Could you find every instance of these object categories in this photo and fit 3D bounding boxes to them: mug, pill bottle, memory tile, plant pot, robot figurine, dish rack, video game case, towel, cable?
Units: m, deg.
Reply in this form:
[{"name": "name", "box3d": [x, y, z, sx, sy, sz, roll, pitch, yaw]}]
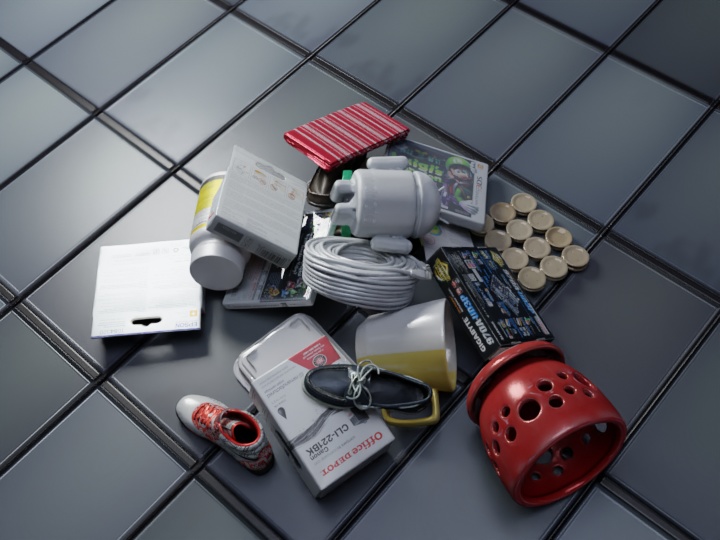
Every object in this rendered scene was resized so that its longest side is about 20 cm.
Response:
[{"name": "mug", "box3d": [0.072, 0.139, 1.544, 0.151, 0.150, 0.188, -5, 40, 11]}, {"name": "pill bottle", "box3d": [-0.246, -0.071, 1.713, 0.113, 0.115, 0.201, -1, 50, 4]}, {"name": "memory tile", "box3d": [0.302, -0.053, 1.721, 0.152, 0.017, 0.200, -25, 56, -21]}, {"name": "plant pot", "box3d": [0.269, 0.226, 1.439, 0.199, 0.201, 0.183, -25, 48, -12]}, {"name": "robot figurine", "box3d": [0.050, -0.111, 1.601, 0.198, 0.113, 0.172, 0, 79, -10]}, {"name": "dish rack", "box3d": [-0.102, 0.167, 1.599, 0.171, 0.044, 0.200, -35, 61, -19]}, {"name": "video game case", "box3d": [-0.141, -0.021, 1.710, 0.180, 0.023, 0.202, -4, 53, 27]}, {"name": "towel", "box3d": [-0.026, -0.250, 1.760, 0.199, 0.023, 0.144, -27, 47, -31]}, {"name": "cable", "box3d": [0.000, 0.000, 1.582, 0.198, 0.070, 0.200, 1, 20, -25]}, {"name": "video game case", "box3d": [0.136, -0.163, 1.746, 0.198, 0.023, 0.183, 17, 42, -4]}]

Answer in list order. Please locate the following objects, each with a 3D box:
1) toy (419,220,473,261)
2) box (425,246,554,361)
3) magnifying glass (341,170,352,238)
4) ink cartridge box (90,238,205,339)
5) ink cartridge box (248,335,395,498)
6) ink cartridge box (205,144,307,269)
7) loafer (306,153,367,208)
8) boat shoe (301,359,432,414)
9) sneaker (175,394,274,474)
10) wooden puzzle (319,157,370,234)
[{"name": "toy", "box3d": [0.143, -0.063, 1.722, 0.114, 0.047, 0.201, 13, 47, -24]}, {"name": "box", "box3d": [0.215, 0.050, 1.581, 0.158, 0.046, 0.201, -2, 53, -47]}, {"name": "magnifying glass", "box3d": [-0.024, -0.076, 1.691, 0.022, 0.080, 0.202, 3, 98, 1]}, {"name": "ink cartridge box", "box3d": [-0.376, 0.038, 1.710, 0.194, 0.043, 0.202, -4, 56, -1]}, {"name": "ink cartridge box", "box3d": [-0.061, 0.229, 1.491, 0.144, 0.084, 0.201, -31, 78, -19]}, {"name": "ink cartridge box", "box3d": [-0.180, -0.115, 1.690, 0.161, 0.050, 0.201, 27, 38, -19]}, {"name": "loafer", "box3d": [-0.048, -0.195, 1.769, 0.072, 0.072, 0.201, 11, 48, 16]}, {"name": "boat shoe", "box3d": [0.011, 0.178, 1.444, 0.198, 0.062, 0.076, 14, 67, -6]}, {"name": "sneaker", "box3d": [-0.223, 0.238, 1.520, 0.200, 0.108, 0.067, 32, 63, 24]}, {"name": "wooden puzzle", "box3d": [0.016, -0.135, 1.797, 0.183, 0.047, 0.201, 0, 51, 4]}]
